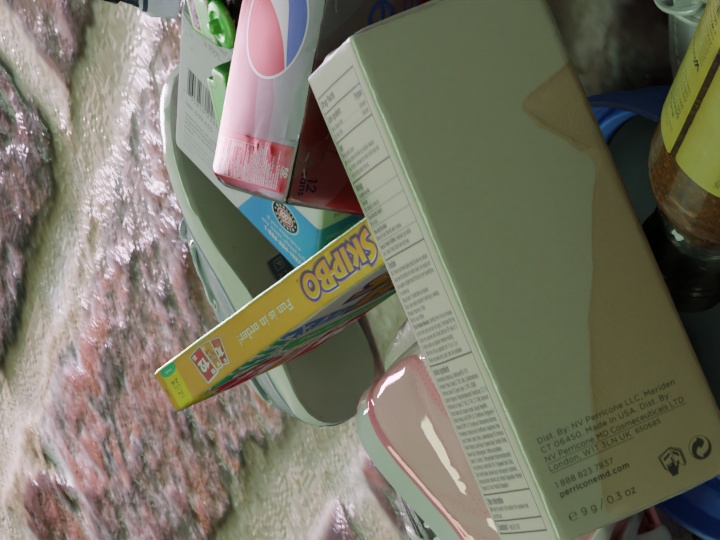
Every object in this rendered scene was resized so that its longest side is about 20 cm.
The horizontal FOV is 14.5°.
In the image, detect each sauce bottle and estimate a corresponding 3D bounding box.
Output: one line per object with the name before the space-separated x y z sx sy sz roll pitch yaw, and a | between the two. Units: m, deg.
sauce bottle | 0.136 -0.052 0.984 0.066 0.066 0.200 53 156 18

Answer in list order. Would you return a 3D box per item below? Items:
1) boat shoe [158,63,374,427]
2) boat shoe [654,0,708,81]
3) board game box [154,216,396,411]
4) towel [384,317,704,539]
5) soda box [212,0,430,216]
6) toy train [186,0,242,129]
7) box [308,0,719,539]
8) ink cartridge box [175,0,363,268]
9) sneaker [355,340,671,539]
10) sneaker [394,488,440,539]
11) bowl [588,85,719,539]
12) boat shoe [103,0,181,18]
boat shoe | -0.061 -0.012 1.427 0.071 0.070 0.201 -1 116 56
boat shoe | 0.133 -0.122 1.000 0.072 0.068 0.200 49 149 24
board game box | 0.000 0.000 1.245 0.200 0.095 0.030 -39 79 42
towel | 0.086 0.081 1.298 0.200 0.034 0.133 53 150 19
soda box | -0.001 -0.124 1.135 0.063 0.070 0.201 18 98 54
toy train | -0.055 -0.123 1.211 0.056 0.042 0.201 37 144 57
box | 0.058 -0.003 1.055 0.095 0.078 0.200 157 91 -78
ink cartridge box | -0.023 -0.107 1.281 0.116 0.067 0.200 46 148 29
sneaker | 0.091 0.094 1.169 0.200 0.075 0.105 46 133 10
sneaker | 0.045 0.145 1.241 0.082 0.078 0.200 -48 43 32
bowl | 0.139 0.017 1.144 0.201 0.039 0.201 40 145 36
boat shoe | -0.126 -0.162 1.319 0.200 0.091 0.071 160 116 -87
